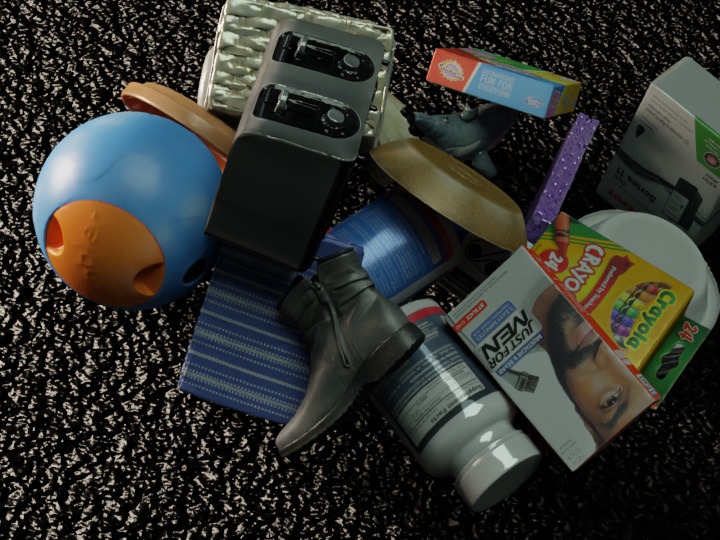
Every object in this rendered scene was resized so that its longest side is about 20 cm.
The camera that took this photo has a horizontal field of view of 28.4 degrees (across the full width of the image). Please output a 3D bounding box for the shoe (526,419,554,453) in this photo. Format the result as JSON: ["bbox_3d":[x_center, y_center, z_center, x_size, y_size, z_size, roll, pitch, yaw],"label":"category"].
[{"bbox_3d":[0.234,0.101,1.529,0.071,0.091,0.201,25,58,13],"label":"shoe"}]

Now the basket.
[{"bbox_3d":[-0.063,-0.211,1.523,0.198,0.123,0.137,10,89,-4],"label":"basket"}]

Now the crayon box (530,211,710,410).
[{"bbox_3d":[0.257,0.040,1.486,0.199,0.051,0.127,32,60,16],"label":"crayon box"}]

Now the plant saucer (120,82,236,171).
[{"bbox_3d":[-0.171,-0.144,1.551,0.200,0.200,0.032,34,82,10],"label":"plant saucer"}]

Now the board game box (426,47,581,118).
[{"bbox_3d":[0.181,-0.232,1.748,0.152,0.041,0.200,20,14,14],"label":"board game box"}]

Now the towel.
[{"bbox_3d":[-0.091,0.048,1.444,0.144,0.201,0.024,18,5,-6],"label":"towel"}]

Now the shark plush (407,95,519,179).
[{"bbox_3d":[0.113,-0.182,1.704,0.199,0.083,0.091,12,37,-45],"label":"shark plush"}]

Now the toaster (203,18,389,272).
[{"bbox_3d":[-0.063,-0.117,1.371,0.118,0.201,0.182,20,47,-5],"label":"toaster"}]

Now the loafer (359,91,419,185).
[{"bbox_3d":[0.014,-0.193,1.730,0.068,0.076,0.201,-13,66,-28],"label":"loafer"}]

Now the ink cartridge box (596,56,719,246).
[{"bbox_3d":[0.389,-0.130,1.714,0.146,0.201,0.083,42,55,18],"label":"ink cartridge box"}]

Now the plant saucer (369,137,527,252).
[{"bbox_3d":[0.103,-0.088,1.511,0.199,0.036,0.200,31,13,-8],"label":"plant saucer"}]

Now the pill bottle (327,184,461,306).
[{"bbox_3d":[0.000,0.000,1.518,0.199,0.112,0.112,-33,66,-17],"label":"pill bottle"}]

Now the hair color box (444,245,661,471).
[{"bbox_3d":[0.190,0.086,1.414,0.200,0.111,0.064,49,11,13],"label":"hair color box"}]

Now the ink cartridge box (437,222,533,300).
[{"bbox_3d":[0.123,-0.020,1.602,0.199,0.094,0.044,36,12,14],"label":"ink cartridge box"}]

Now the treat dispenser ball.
[{"bbox_3d":[-0.232,-0.060,1.452,0.199,0.201,0.202,9,50,-11],"label":"treat dispenser ball"}]

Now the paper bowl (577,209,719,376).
[{"bbox_3d":[0.318,0.014,1.636,0.199,0.105,0.202,10,49,-11],"label":"paper bowl"}]

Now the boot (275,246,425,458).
[{"bbox_3d":[-0.041,0.080,1.412,0.132,0.200,0.070,47,14,10],"label":"boot"}]

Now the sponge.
[{"bbox_3d":[0.224,-0.088,1.683,0.030,0.112,0.201,27,49,3],"label":"sponge"}]

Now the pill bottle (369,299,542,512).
[{"bbox_3d":[0.089,0.139,1.448,0.119,0.120,0.200,-23,63,-32],"label":"pill bottle"}]

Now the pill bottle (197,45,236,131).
[{"bbox_3d":[-0.080,-0.196,1.645,0.198,0.113,0.113,8,48,7],"label":"pill bottle"}]
